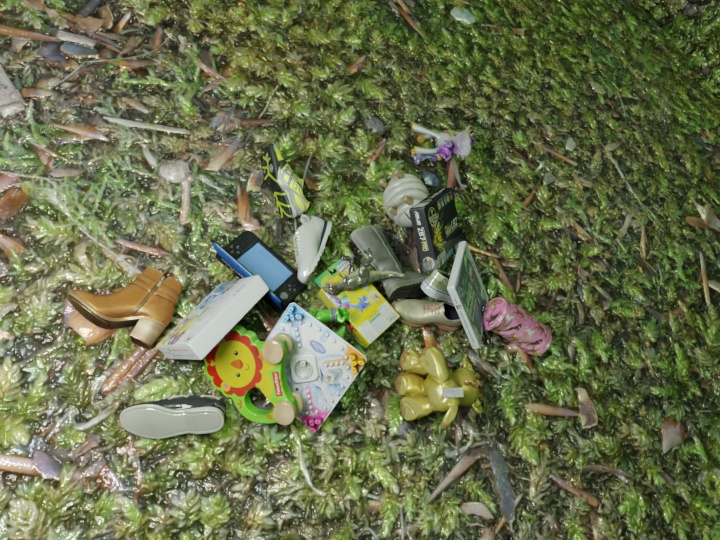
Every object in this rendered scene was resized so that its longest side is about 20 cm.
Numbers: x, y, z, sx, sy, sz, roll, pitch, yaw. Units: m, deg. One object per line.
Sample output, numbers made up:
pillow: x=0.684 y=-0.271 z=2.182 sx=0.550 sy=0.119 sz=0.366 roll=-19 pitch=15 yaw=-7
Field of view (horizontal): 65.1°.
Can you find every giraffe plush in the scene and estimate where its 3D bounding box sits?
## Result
giraffe plush: x=0.198 y=0.259 z=1.273 sx=0.160 sy=0.198 sz=0.176 roll=7 pitch=92 yaw=-43

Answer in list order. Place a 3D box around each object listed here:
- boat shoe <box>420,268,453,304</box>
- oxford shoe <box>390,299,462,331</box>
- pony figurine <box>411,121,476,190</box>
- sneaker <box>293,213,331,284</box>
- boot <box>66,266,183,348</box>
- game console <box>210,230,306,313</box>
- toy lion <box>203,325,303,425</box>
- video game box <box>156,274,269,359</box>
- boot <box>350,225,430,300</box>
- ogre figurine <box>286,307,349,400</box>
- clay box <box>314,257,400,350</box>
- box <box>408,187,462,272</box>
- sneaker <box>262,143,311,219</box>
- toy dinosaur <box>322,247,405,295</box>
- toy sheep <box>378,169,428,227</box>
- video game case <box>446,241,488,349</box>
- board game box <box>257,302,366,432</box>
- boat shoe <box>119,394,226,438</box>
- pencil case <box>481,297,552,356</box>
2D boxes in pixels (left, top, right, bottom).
boat shoe: x=0.224 y=0.040 z=1.392 sx=0.198 sy=0.062 sz=0.072 roll=8 pitch=35 yaw=-54
oxford shoe: x=0.171 y=0.097 z=1.384 sx=0.196 sy=0.074 sz=0.072 roll=8 pitch=61 yaw=-17
pony figurine: x=0.246 y=-0.348 z=1.613 sx=0.196 sy=0.168 sz=0.196 roll=1 pitch=55 yaw=-3
sneaker: x=-0.128 y=-0.052 z=1.347 sx=0.079 sy=0.077 sz=0.202 roll=23 pitch=44 yaw=-12
boot: x=-0.480 y=0.052 z=1.167 sx=0.198 sy=0.073 sz=0.157 roll=32 pitch=58 yaw=-17
game console: x=-0.218 y=-0.014 z=1.253 sx=0.199 sy=0.119 sz=0.171 roll=41 pitch=46 yaw=3
toy lion: x=-0.224 y=0.211 z=1.146 sx=0.188 sy=0.069 sz=0.204 roll=-8 pitch=98 yaw=15
video game box: x=-0.301 y=0.097 z=1.146 sx=0.200 sy=0.181 sz=0.047 roll=-49 pitch=115 yaw=-32
boot: x=0.084 y=-0.024 z=1.418 sx=0.180 sy=0.073 sz=0.201 roll=1 pitch=43 yaw=-43
ogre figurine: x=-0.105 y=0.163 z=1.228 sx=0.118 sy=0.098 sz=0.203 roll=21 pitch=93 yaw=-8
clay box: x=-0.014 y=0.075 z=1.342 sx=0.114 sy=0.048 sz=0.200 roll=-37 pitch=80 yaw=-31
box: x=0.195 y=-0.107 z=1.428 sx=0.200 sy=0.048 sz=0.164 roll=-36 pitch=118 yaw=-55
sneaker: x=-0.189 y=-0.225 z=1.424 sx=0.075 sy=0.075 sz=0.203 roll=-15 pitch=80 yaw=-34
toy dinosaur: x=0.000 y=0.000 z=1.319 sx=0.196 sy=0.048 sz=0.090 roll=-13 pitch=76 yaw=-8
toy sheep: x=0.119 y=-0.181 z=1.474 sx=0.135 sy=0.138 sz=0.203 roll=1 pitch=59 yaw=-20
video game case: x=0.267 y=0.056 z=1.378 sx=0.184 sy=0.023 sz=0.201 roll=63 pitch=31 yaw=-25
board game box: x=-0.119 y=0.205 z=1.171 sx=0.199 sy=0.026 sz=0.201 roll=36 pitch=100 yaw=0
boat shoe: x=-0.361 y=0.277 z=1.099 sx=0.196 sy=0.075 sz=0.061 roll=-3 pitch=22 yaw=-4
pencil case: x=0.392 y=0.143 z=1.407 sx=0.198 sy=0.086 sz=0.084 roll=29 pitch=60 yaw=-26
